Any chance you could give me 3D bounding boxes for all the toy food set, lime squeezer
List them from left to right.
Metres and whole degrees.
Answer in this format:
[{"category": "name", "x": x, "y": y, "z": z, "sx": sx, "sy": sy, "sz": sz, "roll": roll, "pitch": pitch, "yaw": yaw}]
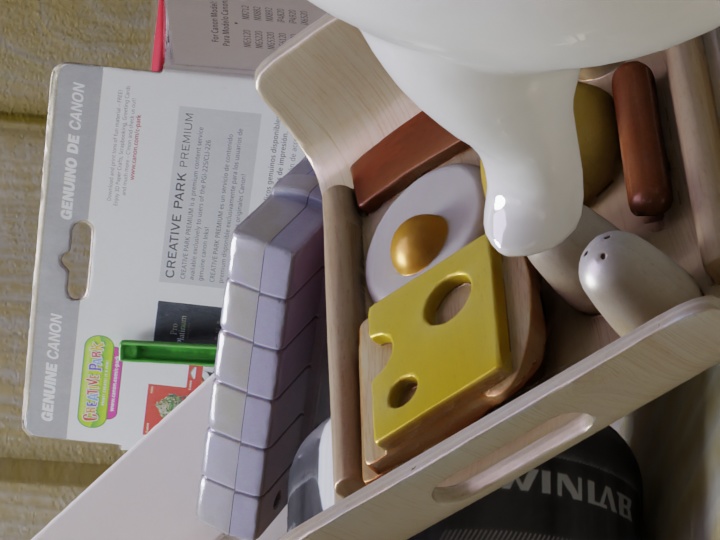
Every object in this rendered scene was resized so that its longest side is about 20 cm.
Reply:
[{"category": "lime squeezer", "x": -0.010, "y": 0.047, "z": 1.207, "sx": 0.200, "sy": 0.071, "sz": 0.038, "roll": 11, "pitch": 121, "yaw": 42}, {"category": "toy food set", "x": 0.029, "y": -0.022, "z": 0.789, "sx": 0.143, "sy": 0.060, "sz": 0.200, "roll": -32, "pitch": 36, "yaw": 25}]

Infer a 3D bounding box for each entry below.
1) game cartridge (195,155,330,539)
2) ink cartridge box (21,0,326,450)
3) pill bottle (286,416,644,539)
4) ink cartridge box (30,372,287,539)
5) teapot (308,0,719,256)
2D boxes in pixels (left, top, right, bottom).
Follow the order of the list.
[{"category": "game cartridge", "x": 0.000, "y": 0.000, "z": 1.096, "sx": 0.200, "sy": 0.038, "sz": 0.130, "roll": -47, "pitch": -25, "yaw": -55}, {"category": "ink cartridge box", "x": -0.055, "y": -0.020, "z": 1.271, "sx": 0.084, "sy": 0.175, "sz": 0.200, "roll": -96, "pitch": 14, "yaw": -57}, {"category": "pill bottle", "x": 0.030, "y": 0.105, "z": 0.834, "sx": 0.106, "sy": 0.106, "sz": 0.201, "roll": 112, "pitch": 161, "yaw": -65}, {"category": "ink cartridge box", "x": -0.064, "y": 0.143, "z": 1.202, "sx": 0.145, "sy": 0.084, "sz": 0.200, "roll": -43, "pitch": -21, "yaw": -18}, {"category": "teapot", "x": 0.055, "y": -0.137, "z": 0.657, "sx": 0.146, "sy": 0.200, "sz": 0.198, "roll": 9, "pitch": -126, "yaw": -61}]
